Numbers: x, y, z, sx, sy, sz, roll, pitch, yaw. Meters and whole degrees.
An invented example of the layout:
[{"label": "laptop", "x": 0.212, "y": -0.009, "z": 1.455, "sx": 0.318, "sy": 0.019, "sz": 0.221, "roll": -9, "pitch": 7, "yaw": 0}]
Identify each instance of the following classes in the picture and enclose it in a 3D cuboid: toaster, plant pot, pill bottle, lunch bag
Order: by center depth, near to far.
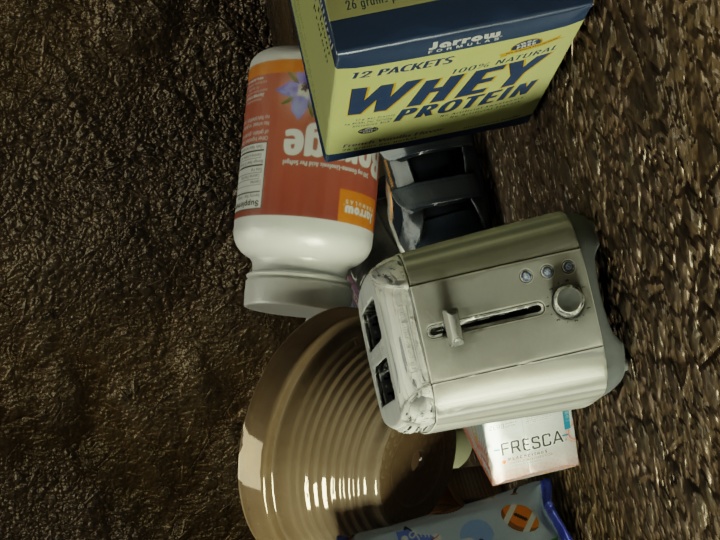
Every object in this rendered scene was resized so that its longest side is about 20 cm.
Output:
[{"label": "toaster", "x": 0.071, "y": 0.036, "z": 0.884, "sx": 0.200, "sy": 0.128, "sz": 0.114, "roll": 120, "pitch": 139, "yaw": -82}, {"label": "lunch bag", "x": 0.074, "y": 0.255, "z": 1.098, "sx": 0.200, "sy": 0.169, "sz": 0.124, "roll": 84, "pitch": 170, "yaw": -54}, {"label": "plant pot", "x": 0.008, "y": 0.134, "z": 1.109, "sx": 0.092, "sy": 0.201, "sz": 0.202, "roll": 13, "pitch": 124, "yaw": 37}, {"label": "pill bottle", "x": -0.041, "y": -0.067, "z": 1.163, "sx": 0.112, "sy": 0.111, "sz": 0.201, "roll": 119, "pitch": 156, "yaw": -82}]

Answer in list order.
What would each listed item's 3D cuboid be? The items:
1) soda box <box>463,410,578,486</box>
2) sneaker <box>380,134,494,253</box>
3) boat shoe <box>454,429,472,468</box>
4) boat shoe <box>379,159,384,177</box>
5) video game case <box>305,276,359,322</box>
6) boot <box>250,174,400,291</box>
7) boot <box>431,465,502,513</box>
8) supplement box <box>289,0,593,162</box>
[{"label": "soda box", "x": 0.095, "y": 0.073, "z": 1.059, "sx": 0.200, "sy": 0.063, "sz": 0.069, "roll": -117, "pitch": 14, "yaw": -67}, {"label": "sneaker", "x": 0.051, "y": -0.080, "z": 1.105, "sx": 0.080, "sy": 0.078, "sz": 0.201, "roll": 77, "pitch": 180, "yaw": -61}, {"label": "boat shoe", "x": 0.058, "y": 0.102, "z": 1.416, "sx": 0.063, "sy": 0.071, "sz": 0.201, "roll": 43, "pitch": 154, "yaw": 55}, {"label": "boat shoe", "x": 0.031, "y": -0.035, "z": 1.460, "sx": 0.062, "sy": 0.075, "sz": 0.201, "roll": 128, "pitch": 122, "yaw": -68}, {"label": "video game case", "x": 0.009, "y": 0.069, "z": 1.310, "sx": 0.183, "sy": 0.023, "sz": 0.201, "roll": 110, "pitch": 145, "yaw": -44}, {"label": "boot", "x": 0.000, "y": 0.000, "z": 1.220, "sx": 0.070, "sy": 0.199, "sz": 0.132, "roll": 36, "pitch": -143, "yaw": -54}, {"label": "boot", "x": 0.063, "y": 0.256, "z": 1.285, "sx": 0.200, "sy": 0.154, "sz": 0.074, "roll": -110, "pitch": 9, "yaw": -59}, {"label": "supplement box", "x": 0.026, "y": -0.191, "z": 0.832, "sx": 0.200, "sy": 0.133, "sz": 0.201, "roll": 104, "pitch": 154, "yaw": -78}]
